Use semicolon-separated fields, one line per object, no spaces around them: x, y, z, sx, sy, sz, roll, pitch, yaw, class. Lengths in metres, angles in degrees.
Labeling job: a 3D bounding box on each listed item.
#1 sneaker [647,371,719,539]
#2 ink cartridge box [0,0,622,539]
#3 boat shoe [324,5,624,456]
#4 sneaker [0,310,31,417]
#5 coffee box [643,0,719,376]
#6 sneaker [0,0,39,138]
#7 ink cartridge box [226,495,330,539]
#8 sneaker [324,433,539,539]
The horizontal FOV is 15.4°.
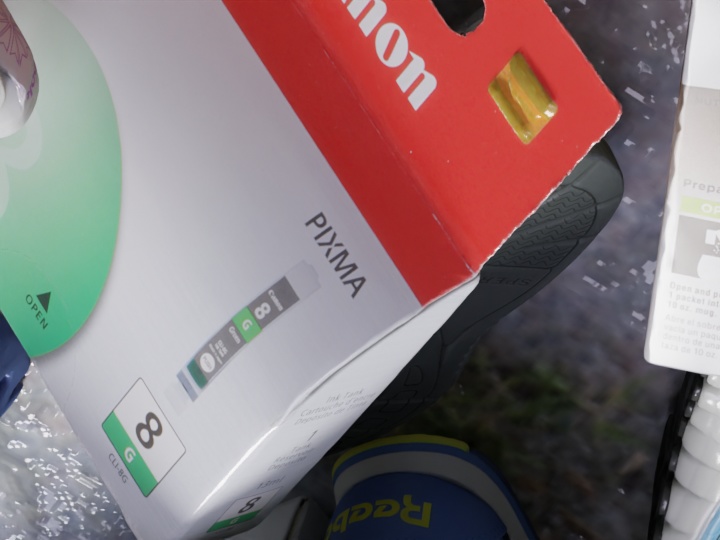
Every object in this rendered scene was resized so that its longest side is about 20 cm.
0.135;0.069;0.802;0.090;0.079;0.200;12;131;3;sneaker
-0.038;-0.039;0.736;0.161;0.050;0.200;57;134;18;ink cartridge box
-0.001;-0.001;0.802;0.074;0.065;0.202;4;146;-36;boat shoe
-0.184;0.097;0.898;0.080;0.115;0.200;28;130;-4;sneaker
0.126;-0.080;0.662;0.079;0.113;0.201;10;130;9;coffee box
-0.131;-0.082;0.705;0.099;0.075;0.200;2;144;-14;sneaker
-0.063;0.182;0.948;0.200;0.084;0.146;-23;118;31;ink cartridge box
0.051;0.145;0.885;0.074;0.082;0.200;-27;119;32;sneaker
